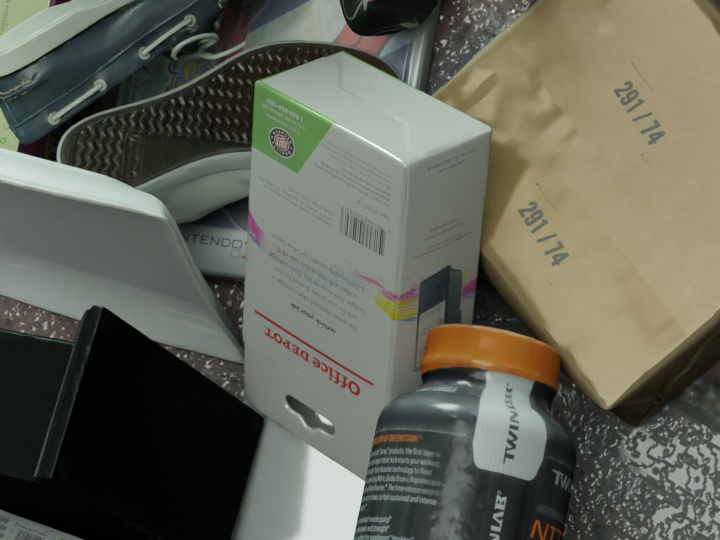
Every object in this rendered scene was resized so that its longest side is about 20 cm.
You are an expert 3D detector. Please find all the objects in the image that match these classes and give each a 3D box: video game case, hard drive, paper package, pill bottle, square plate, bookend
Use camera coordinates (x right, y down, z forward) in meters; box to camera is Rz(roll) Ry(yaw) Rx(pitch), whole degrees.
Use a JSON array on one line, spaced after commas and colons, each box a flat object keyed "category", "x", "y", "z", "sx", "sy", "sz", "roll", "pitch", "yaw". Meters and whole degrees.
[{"category": "video game case", "x": -0.054, "y": -0.093, "z": 1.482, "sx": 0.181, "sy": 0.023, "sz": 0.201, "roll": 8, "pitch": 83, "yaw": 16}, {"category": "hard drive", "x": -0.030, "y": 0.128, "z": 1.438, "sx": 0.200, "sy": 0.027, "sz": 0.132, "roll": -35, "pitch": 74, "yaw": 7}, {"category": "paper package", "x": 0.146, "y": -0.050, "z": 1.378, "sx": 0.190, "sy": 0.103, "sz": 0.200, "roll": -41, "pitch": 74, "yaw": 7}, {"category": "pill bottle", "x": 0.050, "y": 0.131, "z": 1.302, "sx": 0.106, "sy": 0.106, "sz": 0.201, "roll": 8, "pitch": 77, "yaw": 16}, {"category": "square plate", "x": -0.168, "y": -0.019, "z": 1.415, "sx": 0.199, "sy": 0.198, "sz": 0.029, "roll": 15, "pitch": 69, "yaw": 17}, {"category": "bookend", "x": -0.187, "y": 0.079, "z": 1.380, "sx": 0.199, "sy": 0.199, "sz": 0.093, "roll": 8, "pitch": 74, "yaw": 26}]

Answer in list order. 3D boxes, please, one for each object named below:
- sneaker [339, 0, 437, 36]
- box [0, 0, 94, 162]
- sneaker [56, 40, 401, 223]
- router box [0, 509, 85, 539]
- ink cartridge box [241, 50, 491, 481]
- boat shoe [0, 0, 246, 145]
[{"category": "sneaker", "x": -0.005, "y": -0.213, "z": 1.459, "sx": 0.086, "sy": 0.080, "sz": 0.201, "roll": -19, "pitch": 53, "yaw": 27}, {"category": "box", "x": -0.256, "y": -0.140, "z": 1.507, "sx": 0.199, "sy": 0.097, "sz": 0.177, "roll": 10, "pitch": 84, "yaw": 16}, {"category": "sneaker", "x": -0.073, "y": -0.074, "z": 1.445, "sx": 0.199, "sy": 0.085, "sz": 0.073, "roll": -13, "pitch": 73, "yaw": -9}, {"category": "router box", "x": -0.121, "y": 0.216, "z": 1.386, "sx": 0.199, "sy": 0.150, "sz": 0.051, "roll": 17, "pitch": 51, "yaw": 18}, {"category": "ink cartridge box", "x": 0.000, "y": 0.000, "z": 1.370, "sx": 0.117, "sy": 0.067, "sz": 0.201, "roll": 31, "pitch": 129, "yaw": 36}, {"category": "boat shoe", "x": -0.115, "y": -0.137, "z": 1.426, "sx": 0.200, "sy": 0.075, "sz": 0.062, "roll": -33, "pitch": 111, "yaw": -22}]
